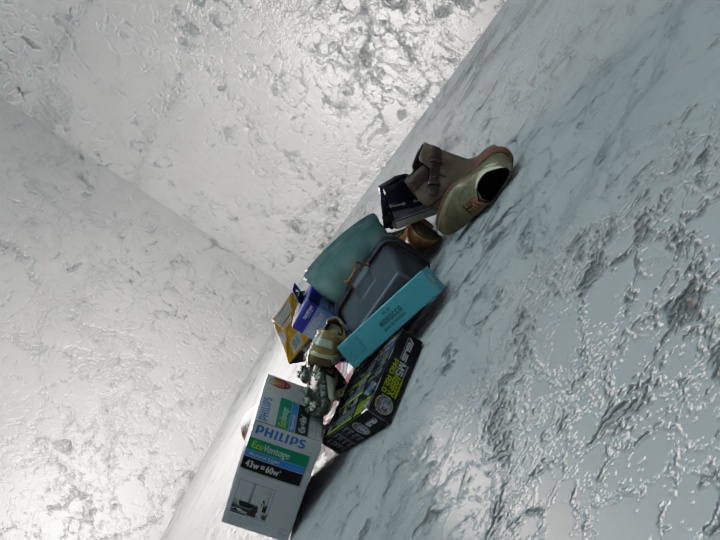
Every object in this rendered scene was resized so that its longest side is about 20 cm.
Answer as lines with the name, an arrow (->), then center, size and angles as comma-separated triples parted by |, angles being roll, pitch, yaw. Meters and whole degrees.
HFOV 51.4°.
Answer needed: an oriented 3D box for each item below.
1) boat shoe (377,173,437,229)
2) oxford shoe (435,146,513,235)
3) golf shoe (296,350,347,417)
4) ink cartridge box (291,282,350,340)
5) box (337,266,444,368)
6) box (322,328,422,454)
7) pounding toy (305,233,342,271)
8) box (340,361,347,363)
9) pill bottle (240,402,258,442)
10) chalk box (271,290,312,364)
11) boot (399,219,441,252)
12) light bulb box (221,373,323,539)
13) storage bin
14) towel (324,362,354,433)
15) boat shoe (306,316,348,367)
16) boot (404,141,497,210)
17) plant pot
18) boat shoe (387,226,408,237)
boat shoe -> 0.127, -0.160, 1.510 | 0.198, 0.094, 0.075 | -24, 20, -19
oxford shoe -> 0.201, -0.134, 1.353 | 0.201, 0.070, 0.075 | -54, 13, 30
golf shoe -> -0.059, 0.206, 1.345 | 0.078, 0.087, 0.200 | -62, 16, 12
ink cartridge box -> -0.065, 0.100, 1.572 | 0.077, 0.198, 0.137 | -58, 9, 16
box -> 0.053, 0.079, 1.284 | 0.200, 0.049, 0.082 | -43, -4, 13
box -> 0.017, 0.205, 1.244 | 0.200, 0.044, 0.161 | -48, 13, 53
pounding toy -> -0.047, 0.037, 1.897 | 0.142, 0.184, 0.200 | -47, 5, -17
box -> -0.081, 0.277, 1.597 | 0.201, 0.036, 0.143 | -61, 9, -31
pill bottle -> -0.211, 0.360, 1.786 | 0.115, 0.113, 0.200 | -61, 8, -30
chalk box -> -0.080, 0.123, 1.726 | 0.198, 0.125, 0.125 | -5, -32, -38
boot -> 0.100, -0.031, 1.584 | 0.156, 0.073, 0.200 | -57, -1, 11
light bulb box -> -0.148, 0.326, 1.328 | 0.198, 0.123, 0.202 | -92, 21, -75
storage bin -> 0.043, 0.052, 1.396 | 0.201, 0.145, 0.135 | -55, 18, 14
towel -> -0.055, 0.243, 1.455 | 0.147, 0.030, 0.199 | -60, 21, -17
boat shoe -> -0.047, 0.123, 1.362 | 0.200, 0.071, 0.077 | -32, -47, -85
boot -> 0.179, -0.206, 1.478 | 0.201, 0.145, 0.070 | -61, 9, -24
plant pot -> 0.000, 0.000, 1.531 | 0.200, 0.134, 0.200 | -42, -7, -6
boat shoe -> 0.061, -0.061, 1.714 | 0.199, 0.073, 0.075 | -36, -26, -40
